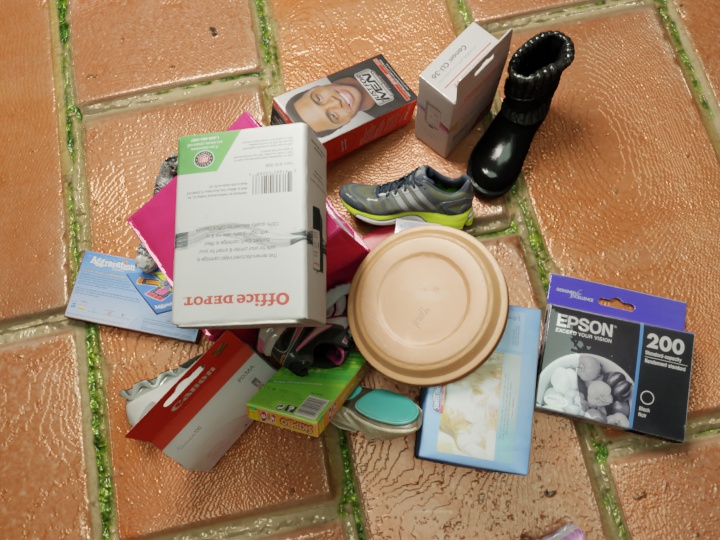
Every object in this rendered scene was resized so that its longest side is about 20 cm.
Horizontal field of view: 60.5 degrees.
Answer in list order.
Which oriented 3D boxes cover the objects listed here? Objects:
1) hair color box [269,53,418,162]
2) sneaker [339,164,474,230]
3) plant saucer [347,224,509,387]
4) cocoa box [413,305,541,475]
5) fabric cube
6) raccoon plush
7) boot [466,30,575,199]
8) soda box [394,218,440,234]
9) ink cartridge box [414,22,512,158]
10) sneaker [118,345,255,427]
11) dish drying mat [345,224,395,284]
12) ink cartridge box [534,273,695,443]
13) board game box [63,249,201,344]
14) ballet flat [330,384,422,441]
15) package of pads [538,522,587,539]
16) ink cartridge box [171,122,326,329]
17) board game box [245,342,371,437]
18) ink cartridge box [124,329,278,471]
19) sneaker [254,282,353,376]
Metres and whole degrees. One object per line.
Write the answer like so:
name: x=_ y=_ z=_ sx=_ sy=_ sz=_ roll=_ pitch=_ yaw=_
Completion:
hair color box: x=-0.023 y=-0.236 z=0.915 sx=0.199 sy=0.061 sz=0.102 roll=-32 pitch=75 yaw=-24
sneaker: x=0.069 y=-0.114 z=0.884 sx=0.198 sy=0.081 sz=0.074 roll=3 pitch=42 yaw=-1
plant saucer: x=0.077 y=0.038 z=0.746 sx=0.199 sy=0.032 sz=0.202 roll=-6 pitch=70 yaw=18
cocoa box: x=0.146 y=0.148 z=0.788 sx=0.132 sy=0.131 sz=0.201 roll=8 pitch=74 yaw=4
fabric cube: x=-0.129 y=-0.039 z=0.799 sx=0.199 sy=0.200 sz=0.196 roll=-41 pitch=75 yaw=4
raccoon plush: x=-0.232 y=-0.080 z=0.906 sx=0.133 sy=0.097 sz=0.201 roll=17 pitch=94 yaw=-3
boot: x=0.222 y=-0.219 z=0.878 sx=0.079 sy=0.158 sz=0.212 roll=25 pitch=76 yaw=9
soda box: x=0.065 y=0.036 z=0.828 sx=0.063 sy=0.068 sz=0.201 roll=8 pitch=67 yaw=4
ink cartridge box: x=0.140 y=-0.260 z=0.871 sx=0.067 sy=0.200 sz=0.117 roll=41 pitch=79 yaw=12
sneaker: x=-0.218 y=0.166 z=0.830 sx=0.199 sy=0.074 sz=0.089 roll=-26 pitch=74 yaw=5
dish drying mat: x=0.000 y=0.000 z=0.896 sx=0.199 sy=0.018 sz=0.077 roll=-33 pitch=75 yaw=-8
ink cartridge box: x=0.344 y=0.112 z=0.839 sx=0.197 sy=0.043 sz=0.201 roll=12 pitch=73 yaw=6
board game box: x=-0.318 y=0.038 z=0.895 sx=0.199 sy=0.019 sz=0.104 roll=11 pitch=76 yaw=5
ballet flat: x=0.005 y=0.180 z=0.779 sx=0.067 sy=0.199 sz=0.063 roll=-26 pitch=115 yaw=-36
package of pads: x=0.248 y=0.421 z=0.734 sx=0.120 sy=0.076 sz=0.201 roll=-21 pitch=74 yaw=-3
ink cartridge box: x=-0.113 y=-0.039 z=0.648 sx=0.146 sy=0.083 sz=0.202 roll=-2 pitch=80 yaw=13
board game box: x=-0.051 y=0.133 z=0.787 sx=0.095 sy=0.030 sz=0.200 roll=9 pitch=29 yaw=22
ink cartridge box: x=-0.176 y=0.168 z=0.758 sx=0.057 sy=0.200 sz=0.163 roll=40 pitch=79 yaw=13
sneaker: x=-0.039 y=0.085 z=0.798 sx=0.086 sy=0.081 sz=0.199 roll=41 pitch=41 yaw=24
